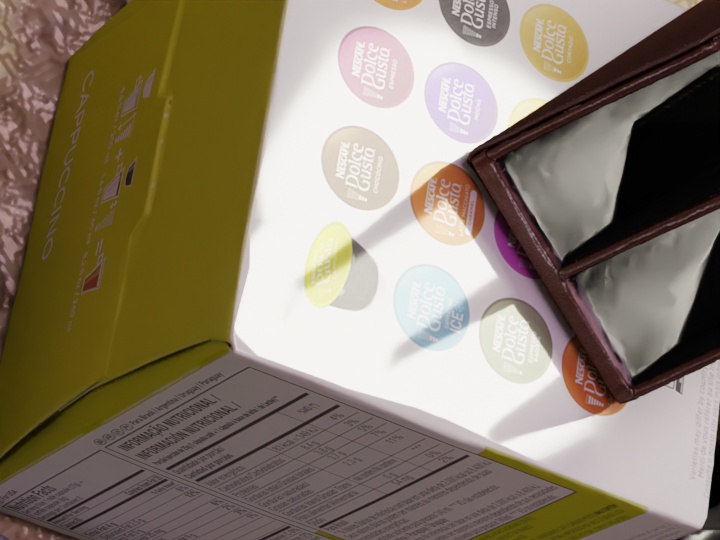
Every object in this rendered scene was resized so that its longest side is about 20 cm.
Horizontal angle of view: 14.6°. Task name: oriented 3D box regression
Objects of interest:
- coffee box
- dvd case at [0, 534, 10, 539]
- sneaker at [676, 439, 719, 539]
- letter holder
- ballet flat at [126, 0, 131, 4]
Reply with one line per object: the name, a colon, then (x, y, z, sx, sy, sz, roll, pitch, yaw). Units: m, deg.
coffee box: (0.000, 0.000, 1.034, 0.198, 0.200, 0.200, 22, 61, -25)
dvd case: (-0.164, 0.179, 0.980, 0.149, 0.016, 0.200, 32, 59, -19)
sneaker: (0.118, 0.146, 1.145, 0.090, 0.070, 0.200, 52, 50, 0)
letter holder: (0.163, -0.059, 0.949, 0.200, 0.142, 0.101, -34, 94, -38)
ballet flat: (-0.028, -0.163, 1.158, 0.072, 0.072, 0.200, 35, 57, -18)
